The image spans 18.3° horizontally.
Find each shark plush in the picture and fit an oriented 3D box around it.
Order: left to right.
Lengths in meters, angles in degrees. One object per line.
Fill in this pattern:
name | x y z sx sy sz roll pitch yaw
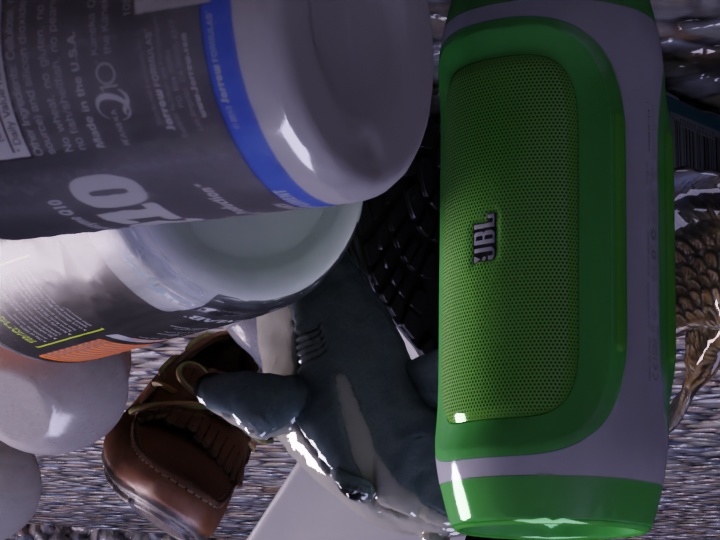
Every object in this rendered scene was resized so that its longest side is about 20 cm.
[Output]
shark plush | 0.016 0.057 0.879 0.091 0.084 0.200 26 -170 -43

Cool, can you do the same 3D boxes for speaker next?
speaker | 0.069 -0.005 0.815 0.088 0.201 0.088 1 169 0

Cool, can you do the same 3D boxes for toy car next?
toy car | -0.177 0.022 1.098 0.150 0.175 0.200 40 125 -5

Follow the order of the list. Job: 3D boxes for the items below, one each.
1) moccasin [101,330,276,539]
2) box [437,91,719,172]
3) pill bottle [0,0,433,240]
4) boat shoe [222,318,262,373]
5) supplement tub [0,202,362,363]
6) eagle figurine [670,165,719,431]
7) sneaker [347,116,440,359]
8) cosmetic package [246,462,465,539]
moccasin | -0.078 0.078 1.123 0.074 0.078 0.201 38 -167 -1
box | 0.069 -0.038 1.034 0.199 0.049 0.082 -9 165 39
pill bottle | -0.087 -0.069 0.733 0.199 0.115 0.114 -5 167 28
boat shoe | -0.026 0.030 1.156 0.072 0.069 0.200 -25 175 1
supplement tub | -0.099 -0.029 0.910 0.122 0.123 0.200 9 166 -35
eagle figurine | 0.153 0.009 0.937 0.152 0.151 0.200 49 147 -21
sneaker | 0.000 0.000 0.997 0.087 0.076 0.201 8 135 35
cosmetic package | 0.036 0.100 1.171 0.113 0.200 0.081 39 -152 9
